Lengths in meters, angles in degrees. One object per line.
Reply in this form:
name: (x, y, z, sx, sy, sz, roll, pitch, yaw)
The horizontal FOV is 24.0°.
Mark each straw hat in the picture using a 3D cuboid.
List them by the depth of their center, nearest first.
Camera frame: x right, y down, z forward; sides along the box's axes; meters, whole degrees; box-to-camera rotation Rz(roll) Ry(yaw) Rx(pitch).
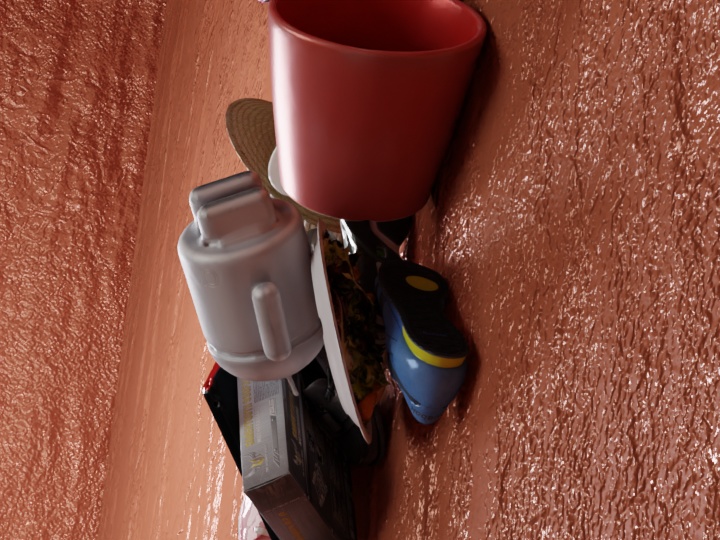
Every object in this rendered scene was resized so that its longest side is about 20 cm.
straw hat: (-0.041, -0.140, 1.774, 0.085, 0.201, 0.201, -44, 30, 25)

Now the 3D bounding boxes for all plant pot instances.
plant pot: (0.004, -0.153, 1.545, 0.201, 0.200, 0.178, -104, 19, -60)

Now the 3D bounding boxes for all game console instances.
game console: (-0.092, 0.173, 1.630, 0.177, 0.031, 0.201, -83, -32, -79)

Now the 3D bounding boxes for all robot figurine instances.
robot figurine: (-0.093, 0.014, 1.501, 0.170, 0.113, 0.201, -115, 9, -62)

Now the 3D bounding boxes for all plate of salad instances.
plate of salad: (-0.004, 0.051, 1.475, 0.200, 0.048, 0.201, -13, -90, -86)

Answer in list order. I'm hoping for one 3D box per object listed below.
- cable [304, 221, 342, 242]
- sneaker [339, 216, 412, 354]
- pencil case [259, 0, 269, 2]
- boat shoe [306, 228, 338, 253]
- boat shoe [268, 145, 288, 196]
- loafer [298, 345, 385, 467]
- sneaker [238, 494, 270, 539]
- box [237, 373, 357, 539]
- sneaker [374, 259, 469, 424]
cable: (-0.064, -0.067, 1.965, 0.200, 0.069, 0.201, 159, 121, -73)
sneaker: (0.000, 0.000, 1.641, 0.116, 0.075, 0.201, 118, 156, -44)
pencil case: (-0.009, -0.274, 1.636, 0.091, 0.199, 0.094, 124, 156, -56)
boat shoe: (-0.053, 0.053, 1.686, 0.075, 0.073, 0.201, -56, -33, -61)
boat shoe: (-0.008, -0.149, 1.680, 0.200, 0.072, 0.069, -46, -5, 17)
loafer: (-0.041, 0.096, 1.590, 0.072, 0.063, 0.201, -39, 68, 51)
sneaker: (-0.077, 0.224, 1.761, 0.105, 0.075, 0.201, 130, 153, -72)
box: (-0.059, 0.176, 1.596, 0.200, 0.048, 0.159, -99, -19, -50)
sneaker: (0.044, 0.058, 1.444, 0.200, 0.066, 0.079, -106, 27, -62)
